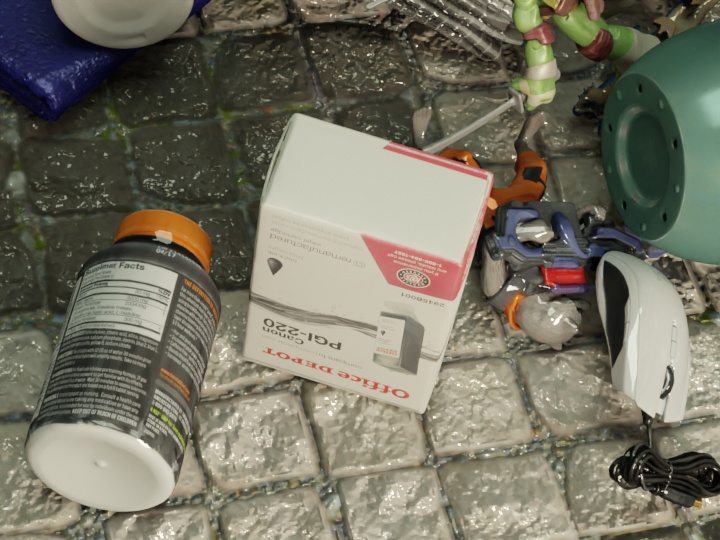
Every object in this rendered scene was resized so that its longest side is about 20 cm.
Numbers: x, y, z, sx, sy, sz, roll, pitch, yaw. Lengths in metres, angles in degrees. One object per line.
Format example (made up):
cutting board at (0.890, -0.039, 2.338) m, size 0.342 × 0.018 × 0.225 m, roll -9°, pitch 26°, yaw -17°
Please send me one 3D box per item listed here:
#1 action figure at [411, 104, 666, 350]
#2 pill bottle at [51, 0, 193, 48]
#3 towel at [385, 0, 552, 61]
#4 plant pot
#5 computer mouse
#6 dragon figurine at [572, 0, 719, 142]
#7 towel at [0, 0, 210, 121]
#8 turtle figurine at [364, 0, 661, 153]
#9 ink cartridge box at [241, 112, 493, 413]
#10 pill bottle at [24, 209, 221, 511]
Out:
action figure at (0.132, -0.028, 1.523) m, size 0.199 × 0.104 × 0.195 m, roll 9°, pitch 53°, yaw -41°
pill bottle at (-0.183, -0.280, 1.567) m, size 0.110 × 0.112 × 0.201 m, roll 2°, pitch 51°, yaw -7°
towel at (0.062, -0.278, 1.647) m, size 0.199 × 0.086 × 0.167 m, roll 27°, pitch 41°, yaw -23°
plant pot at (0.275, -0.095, 1.497) m, size 0.159 × 0.201 × 0.202 m, roll -9°, pitch 55°, yaw -21°
computer mouse at (0.210, 0.068, 1.435) m, size 0.109 × 0.044 × 0.202 m, roll 19°, pitch 53°, yaw -38°
dragon figurine at (0.244, -0.177, 1.637) m, size 0.059 × 0.099 × 0.200 m, roll 46°, pitch 48°, yaw -5°
towel at (-0.227, -0.208, 1.606) m, size 0.147 × 0.050 × 0.200 m, roll 35°, pitch 54°, yaw 20°
turtle figurine at (0.121, -0.190, 1.531) m, size 0.193 × 0.201 × 0.144 m, roll 11°, pitch 22°, yaw -39°
ink cartridge box at (0.000, 0.000, 1.391) m, size 0.144 × 0.201 × 0.085 m, roll 17°, pitch 58°, yaw 4°
pill bottle at (-0.155, 0.055, 1.384) m, size 0.105 × 0.107 × 0.201 m, roll 12°, pitch 53°, yaw 0°
